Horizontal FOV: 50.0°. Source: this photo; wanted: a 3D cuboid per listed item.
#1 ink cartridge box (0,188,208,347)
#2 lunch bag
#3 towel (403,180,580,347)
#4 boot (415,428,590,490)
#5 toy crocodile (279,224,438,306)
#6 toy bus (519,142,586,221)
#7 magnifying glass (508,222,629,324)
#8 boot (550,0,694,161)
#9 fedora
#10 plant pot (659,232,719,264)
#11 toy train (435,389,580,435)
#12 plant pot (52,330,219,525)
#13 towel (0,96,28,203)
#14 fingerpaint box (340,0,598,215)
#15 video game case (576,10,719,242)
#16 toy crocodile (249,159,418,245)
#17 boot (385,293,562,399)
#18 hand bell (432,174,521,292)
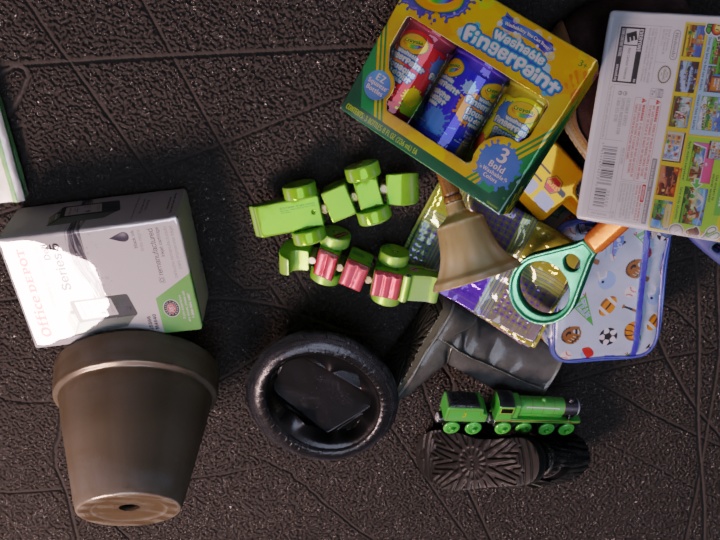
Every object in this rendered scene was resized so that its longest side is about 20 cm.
[{"bbox_3d":[-0.287,-0.002,0.886,0.196,0.084,0.148,-7,119,-1],"label":"ink cartridge box"},{"bbox_3d":[0.299,0.010,0.945,0.157,0.076,0.203,-2,112,-3],"label":"lunch bag"},{"bbox_3d":[0.152,-0.011,0.913,0.198,0.023,0.145,31,116,7],"label":"towel"},{"bbox_3d":[0.198,0.263,1.079,0.157,0.209,0.081,9,80,-50],"label":"boot"},{"bbox_3d":[0.000,0.000,0.918,0.197,0.062,0.068,17,117,0],"label":"toy crocodile"},{"bbox_3d":[0.185,-0.127,0.856,0.200,0.065,0.078,43,107,-14],"label":"toy bus"},{"bbox_3d":[0.235,-0.014,0.834,0.080,0.022,0.200,50,128,12],"label":"magnifying glass"},{"bbox_3d":[0.283,-0.194,0.797,0.165,0.072,0.202,-33,81,18],"label":"boot"},{"bbox_3d":[-0.048,0.142,0.983,0.197,0.092,0.204,-2,119,-4],"label":"fedora"},{"bbox_3d":[0.397,-0.120,0.828,0.177,0.201,0.202,20,116,-7],"label":"plant pot"},{"bbox_3d":[0.194,0.182,0.999,0.196,0.042,0.057,3,130,-10],"label":"toy train"},{"bbox_3d":[-0.265,0.196,0.907,0.196,0.176,0.201,-5,148,-3],"label":"plant pot"},{"bbox_3d":[-0.475,-0.137,0.832,0.196,0.023,0.155,-4,118,-1],"label":"towel"},{"bbox_3d":[0.106,-0.180,0.769,0.199,0.073,0.168,36,105,13],"label":"fingerpaint box"},{"bbox_3d":[0.311,-0.135,0.729,0.179,0.023,0.204,12,102,25],"label":"video game case"},{"bbox_3d":[-0.029,-0.079,0.880,0.197,0.062,0.068,-16,107,6],"label":"toy crocodile"},{"bbox_3d":[0.146,0.130,1.017,0.198,0.073,0.183,24,116,-25],"label":"boot"},{"bbox_3d":[0.102,-0.087,0.858,0.102,0.104,0.203,-16,90,4],"label":"hand bell"}]
